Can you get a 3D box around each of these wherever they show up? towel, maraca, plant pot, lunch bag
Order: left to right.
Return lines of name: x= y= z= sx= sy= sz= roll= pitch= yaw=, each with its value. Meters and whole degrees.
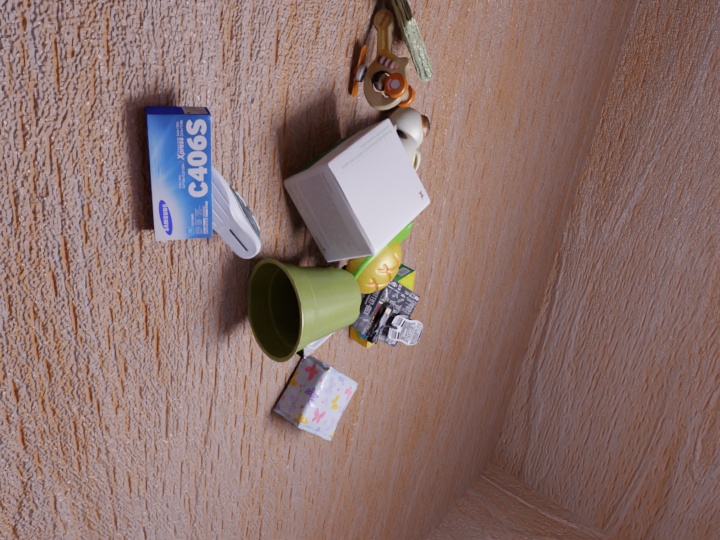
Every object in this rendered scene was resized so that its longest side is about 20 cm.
plant pot: x=-0.103 y=0.066 z=1.204 sx=0.188 sy=0.199 sz=0.204 roll=-10 pitch=121 yaw=-41
lunch bag: x=-0.103 y=0.331 z=1.511 sx=0.200 sy=0.126 sz=0.172 roll=40 pitch=75 yaw=-49
maraca: x=0.042 y=-0.031 z=1.279 sx=0.201 sy=0.107 sz=0.137 roll=-50 pitch=169 yaw=17
towel: x=0.100 y=-0.502 z=1.223 sx=0.036 sy=0.151 sz=0.200 roll=-21 pitch=156 yaw=13

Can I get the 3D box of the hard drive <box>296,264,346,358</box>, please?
hard drive: x=-0.082 y=0.095 z=1.380 sx=0.199 sy=0.037 sz=0.142 roll=-40 pitch=142 yaw=-39

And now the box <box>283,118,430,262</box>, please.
box: x=-0.006 y=-0.157 z=1.190 sx=0.199 sy=0.170 sz=0.202 roll=-42 pitch=111 yaw=-33

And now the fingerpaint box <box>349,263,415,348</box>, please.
fingerpaint box: x=0.061 y=0.093 z=1.642 sx=0.199 sy=0.073 sz=0.170 roll=-29 pitch=134 yaw=-42

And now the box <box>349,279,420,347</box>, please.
box: x=0.069 y=0.105 z=1.547 sx=0.199 sy=0.049 sz=0.160 roll=29 pitch=88 yaw=-57

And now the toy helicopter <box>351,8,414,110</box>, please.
toy helicopter: x=0.040 y=-0.432 z=1.209 sx=0.079 sy=0.130 sz=0.205 roll=5 pitch=84 yaw=-70

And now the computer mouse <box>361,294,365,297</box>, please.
computer mouse: x=0.000 y=0.000 z=1.366 sx=0.199 sy=0.045 sz=0.143 roll=-39 pitch=131 yaw=-41

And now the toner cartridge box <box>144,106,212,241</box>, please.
toner cartridge box: x=-0.280 y=-0.149 z=0.917 sx=0.093 sy=0.043 sz=0.204 roll=-6 pitch=121 yaw=-21

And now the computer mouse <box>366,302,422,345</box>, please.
computer mouse: x=0.094 y=0.150 z=1.532 sx=0.199 sy=0.043 sz=0.112 roll=23 pitch=89 yaw=-51

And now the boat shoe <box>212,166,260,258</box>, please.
boat shoe: x=-0.239 y=-0.112 z=1.025 sx=0.072 sy=0.071 sz=0.202 roll=-95 pitch=162 yaw=-53

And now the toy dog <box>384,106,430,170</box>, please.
toy dog: x=0.075 y=-0.288 z=1.338 sx=0.202 sy=0.137 sz=0.196 roll=-60 pitch=156 yaw=-31

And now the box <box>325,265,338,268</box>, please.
box: x=-0.110 y=0.060 z=1.382 sx=0.198 sy=0.041 sz=0.121 roll=-15 pitch=124 yaw=-51
